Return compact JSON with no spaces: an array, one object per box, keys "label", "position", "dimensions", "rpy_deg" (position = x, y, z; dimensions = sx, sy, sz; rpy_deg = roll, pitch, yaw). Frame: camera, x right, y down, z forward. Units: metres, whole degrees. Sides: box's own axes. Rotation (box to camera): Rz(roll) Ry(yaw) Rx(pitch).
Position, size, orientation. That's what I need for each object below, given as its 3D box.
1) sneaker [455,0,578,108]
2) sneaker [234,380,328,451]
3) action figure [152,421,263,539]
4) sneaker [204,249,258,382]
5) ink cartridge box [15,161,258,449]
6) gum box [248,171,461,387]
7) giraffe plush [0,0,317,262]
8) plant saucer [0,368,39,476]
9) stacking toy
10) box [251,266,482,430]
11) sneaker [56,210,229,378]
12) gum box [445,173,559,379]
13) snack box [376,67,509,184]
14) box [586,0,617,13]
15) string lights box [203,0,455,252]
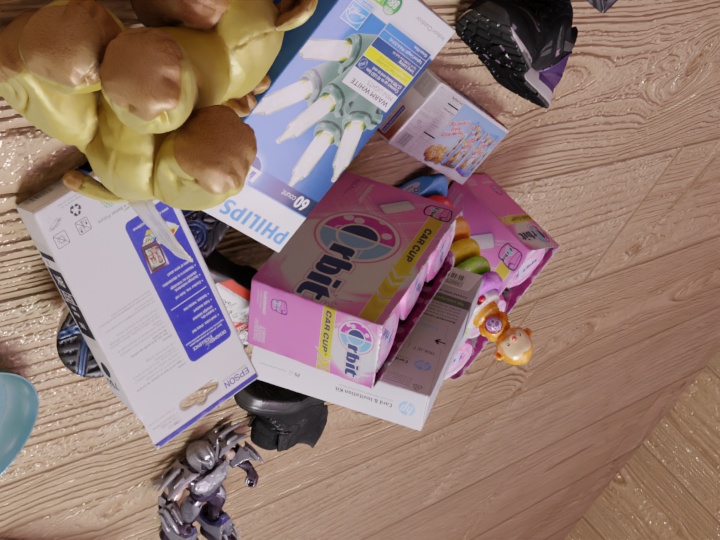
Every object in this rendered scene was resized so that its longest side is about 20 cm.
[{"label":"sneaker","position":[0.143,-0.216,1.309],"dimensions":[0.088,0.075,0.200],"rpy_deg":[-60,162,0]},{"label":"sneaker","position":[-0.084,0.150,1.556],"dimensions":[0.105,0.060,0.199],"rpy_deg":[-58,159,20]},{"label":"action figure","position":[-0.161,0.235,1.567],"dimensions":[0.129,0.069,0.201],"rpy_deg":[-27,150,-26]},{"label":"sneaker","position":[-0.136,0.040,1.254],"dimensions":[0.108,0.067,0.201],"rpy_deg":[-48,161,4]},{"label":"ink cartridge box","position":[-0.155,0.017,1.063],"dimensions":[0.099,0.039,0.202],"rpy_deg":[-34,115,-24]},{"label":"gum box","position":[0.000,0.000,1.254],"dimensions":[0.200,0.112,0.067],"rpy_deg":[-53,157,-50]},{"label":"giraffe plush","position":[-0.107,-0.127,0.918],"dimensions":[0.163,0.171,0.201],"rpy_deg":[-59,153,-22]},{"label":"plant saucer","position":[-0.335,0.142,1.140],"dimensions":[0.199,0.027,0.201],"rpy_deg":[-38,157,-19]},{"label":"stacking toy","position":[0.093,0.016,1.436],"dimensions":[0.116,0.200,0.110],"rpy_deg":[-35,157,-17]},{"label":"box","position":[0.010,0.046,1.307],"dimensions":[0.200,0.154,0.042],"rpy_deg":[-59,163,-57]},{"label":"sneaker","position":[-0.165,-0.014,1.124],"dimensions":[0.201,0.076,0.077],"rpy_deg":[-51,-160,-9]},{"label":"gum box","position":[0.100,0.013,1.563],"dimensions":[0.066,0.114,0.201],"rpy_deg":[-10,141,-55]},{"label":"snack box","position":[0.079,-0.130,1.388],"dimensions":[0.072,0.024,0.200],"rpy_deg":[-49,158,10]},{"label":"box","position":[0.259,-0.337,1.298],"dimensions":[0.200,0.050,0.158],"rpy_deg":[-43,159,-3]},{"label":"string lights box","position":[-0.039,-0.121,1.028],"dimensions":[0.102,0.059,0.201],"rpy_deg":[28,106,-45]}]
